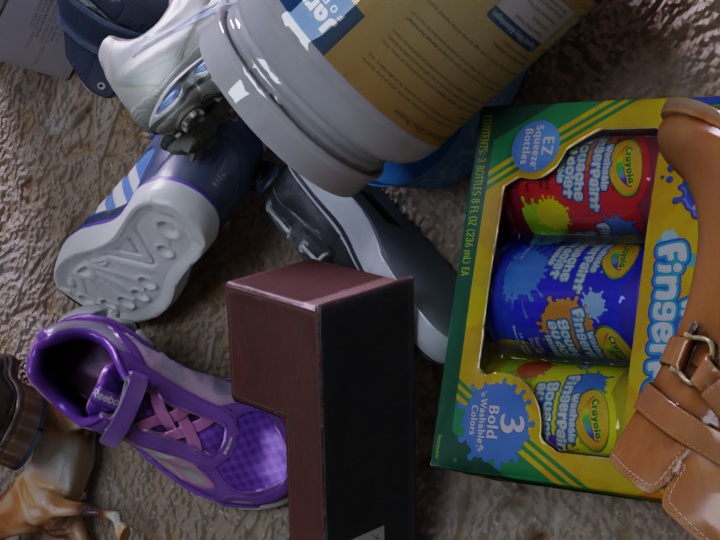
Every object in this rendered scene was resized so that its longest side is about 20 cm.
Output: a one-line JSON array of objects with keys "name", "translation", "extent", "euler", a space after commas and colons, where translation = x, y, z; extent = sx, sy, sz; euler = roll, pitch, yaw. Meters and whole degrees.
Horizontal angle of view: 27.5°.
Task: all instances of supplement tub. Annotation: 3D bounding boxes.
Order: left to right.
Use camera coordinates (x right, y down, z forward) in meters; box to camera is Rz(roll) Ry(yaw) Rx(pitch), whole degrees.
[{"name": "supplement tub", "translation": [0.027, -0.148, 0.772], "extent": [0.200, 0.145, 0.145], "euler": [-42, 56, 17]}]

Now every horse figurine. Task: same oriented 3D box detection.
[{"name": "horse figurine", "translation": [-0.191, 0.126, 0.997], "extent": [0.133, 0.050, 0.200], "euler": [16, 89, 34]}]

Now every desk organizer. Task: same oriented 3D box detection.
[{"name": "desk organizer", "translation": [-0.021, 0.099, 0.809], "extent": [0.077, 0.072, 0.200], "euler": [14, 112, 43]}]

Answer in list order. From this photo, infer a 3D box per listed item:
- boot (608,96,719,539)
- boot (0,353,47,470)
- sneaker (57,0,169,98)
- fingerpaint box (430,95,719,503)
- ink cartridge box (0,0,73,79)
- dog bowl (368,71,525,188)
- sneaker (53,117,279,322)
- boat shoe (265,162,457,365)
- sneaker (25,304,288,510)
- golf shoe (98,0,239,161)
[{"name": "boot", "translation": [0.159, 0.022, 0.635], "extent": [0.155, 0.077, 0.200], "euler": [-59, 40, 15]}, {"name": "boot", "translation": [-0.292, 0.080, 1.026], "extent": [0.200, 0.097, 0.075], "euler": [9, 74, 61]}, {"name": "sneaker", "translation": [-0.118, -0.170, 1.006], "extent": [0.202, 0.077, 0.146], "euler": [28, 128, 11]}, {"name": "fingerpaint box", "translation": [0.134, 0.016, 0.758], "extent": [0.167, 0.073, 0.200], "euler": [3, 80, 38]}, {"name": "ink cartridge box", "translation": [-0.313, -0.221, 1.088], "extent": [0.145, 0.200, 0.083], "euler": [33, 103, 39]}, {"name": "dog bowl", "translation": [0.053, -0.139, 0.878], "extent": [0.111, 0.050, 0.200], "euler": [26, 95, 39]}, {"name": "sneaker", "translation": [-0.124, -0.057, 0.991], "extent": [0.200, 0.081, 0.146], "euler": [-35, 26, 54]}, {"name": "boat shoe", "translation": [-0.002, -0.001, 0.868], "extent": [0.068, 0.074, 0.199], "euler": [-53, 51, 18]}, {"name": "sneaker", "translation": [-0.126, 0.086, 0.903], "extent": [0.200, 0.088, 0.081], "euler": [27, 90, 14]}, {"name": "golf shoe", "translation": [-0.070, -0.163, 0.894], "extent": [0.200, 0.078, 0.097], "euler": [-40, 72, -17]}]
